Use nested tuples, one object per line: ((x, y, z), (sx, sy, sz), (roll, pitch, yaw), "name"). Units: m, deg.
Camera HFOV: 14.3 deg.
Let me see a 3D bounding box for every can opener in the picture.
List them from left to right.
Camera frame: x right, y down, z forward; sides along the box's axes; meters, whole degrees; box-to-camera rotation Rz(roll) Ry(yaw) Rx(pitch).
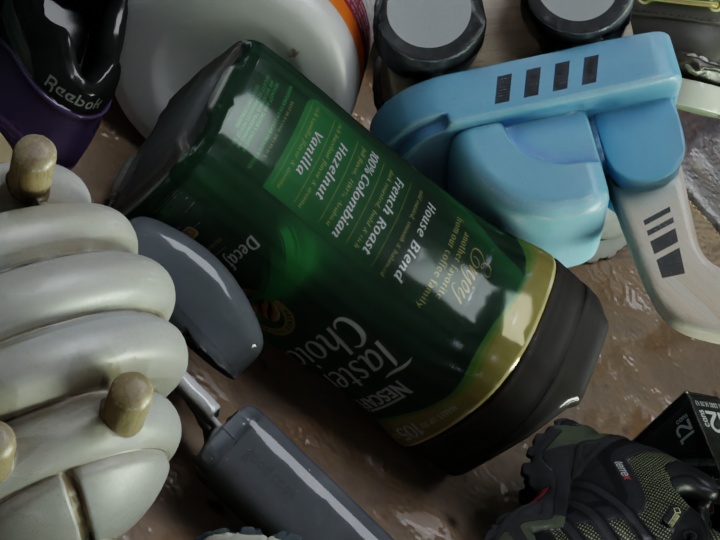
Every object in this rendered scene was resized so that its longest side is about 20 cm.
((-0.031, 0.062, 1.100), (0.200, 0.067, 0.053), (43, -10, 4), "can opener")

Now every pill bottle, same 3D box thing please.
((-0.040, -0.139, 1.271), (0.109, 0.110, 0.200), (34, 36, -16), "pill bottle")

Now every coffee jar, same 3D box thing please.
((0.000, 0.000, 1.174), (0.200, 0.104, 0.086), (35, 55, -14), "coffee jar")

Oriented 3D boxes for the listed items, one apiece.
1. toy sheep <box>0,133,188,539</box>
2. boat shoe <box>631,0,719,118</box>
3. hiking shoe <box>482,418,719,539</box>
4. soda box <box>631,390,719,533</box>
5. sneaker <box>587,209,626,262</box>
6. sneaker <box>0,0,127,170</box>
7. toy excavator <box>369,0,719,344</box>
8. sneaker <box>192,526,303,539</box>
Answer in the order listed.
((-0.121, 0.032, 0.997), (0.138, 0.138, 0.201), (-3, 69, -47), "toy sheep")
((0.090, -0.126, 1.358), (0.200, 0.061, 0.072), (18, 4, 20), "boat shoe")
((0.102, 0.127, 1.144), (0.100, 0.076, 0.200), (6, 34, 14), "hiking shoe")
((0.208, 0.110, 1.314), (0.199, 0.063, 0.071), (10, 48, -40), "soda box")
((0.105, -0.053, 1.361), (0.076, 0.081, 0.200), (51, 33, 11), "sneaker")
((-0.124, -0.121, 1.185), (0.075, 0.088, 0.201), (21, 41, -30), "sneaker")
((0.108, -0.033, 1.205), (0.193, 0.100, 0.201), (-11, 72, -5), "toy excavator")
((0.002, 0.172, 1.028), (0.200, 0.078, 0.086), (37, 66, 13), "sneaker")
